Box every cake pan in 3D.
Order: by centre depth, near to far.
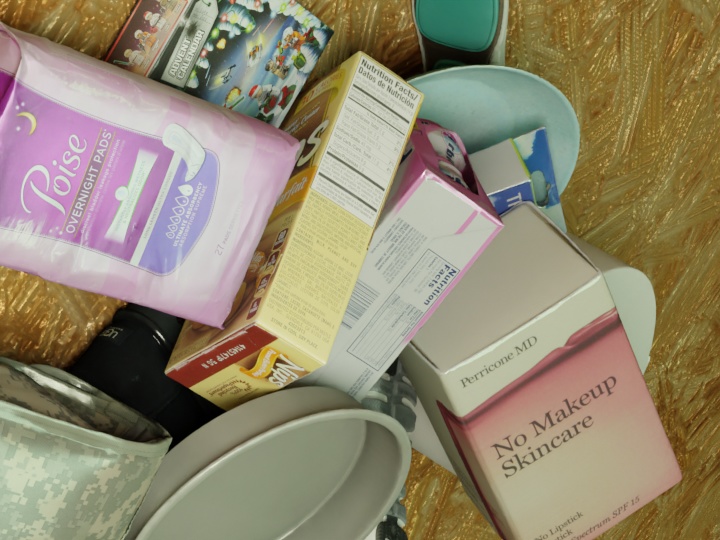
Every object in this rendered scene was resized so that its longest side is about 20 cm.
[{"bbox_3d":[-0.063,0.141,1.284,0.200,0.037,0.201,-25,148,-17],"label":"cake pan"}]

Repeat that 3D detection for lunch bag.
[{"bbox_3d":[-0.219,0.130,1.175,0.200,0.118,0.164,22,98,-34],"label":"lunch bag"}]

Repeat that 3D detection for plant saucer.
[{"bbox_3d":[0.050,-0.076,1.454,0.200,0.039,0.201,-13,141,-11],"label":"plant saucer"}]

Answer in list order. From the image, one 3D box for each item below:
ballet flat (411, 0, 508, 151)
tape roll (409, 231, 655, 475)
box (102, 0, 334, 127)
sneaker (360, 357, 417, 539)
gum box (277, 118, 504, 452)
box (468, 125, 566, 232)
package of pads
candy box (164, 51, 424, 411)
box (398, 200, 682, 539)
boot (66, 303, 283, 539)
[{"bbox_3d":[0.074,-0.164,1.457,0.069,0.069,0.200,-41,148,-29],"label":"ballet flat"},{"bbox_3d":[0.108,0.059,1.604,0.203,0.139,0.203,-36,141,-35],"label":"tape roll"},{"bbox_3d":[-0.108,-0.088,1.271,0.200,0.040,0.137,-60,148,0],"label":"box"},{"bbox_3d":[-0.028,0.129,1.430,0.075,0.115,0.201,41,48,-58],"label":"sneaker"},{"bbox_3d":[0.000,0.000,1.339,0.066,0.114,0.200,34,104,-22],"label":"gum box"},{"bbox_3d":[0.047,-0.014,1.456,0.199,0.048,0.122,-20,141,-1],"label":"box"},{"bbox_3d":[-0.139,-0.050,1.166,0.200,0.076,0.121,18,96,-38],"label":"package of pads"},{"bbox_3d":[-0.039,-0.023,1.285,0.055,0.115,0.200,32,58,-21],"label":"candy box"},{"bbox_3d":[0.113,0.079,1.419,0.128,0.109,0.200,-32,128,-7],"label":"box"},{"bbox_3d":[-0.150,0.139,1.325,0.168,0.076,0.201,-41,120,-30],"label":"boot"}]
